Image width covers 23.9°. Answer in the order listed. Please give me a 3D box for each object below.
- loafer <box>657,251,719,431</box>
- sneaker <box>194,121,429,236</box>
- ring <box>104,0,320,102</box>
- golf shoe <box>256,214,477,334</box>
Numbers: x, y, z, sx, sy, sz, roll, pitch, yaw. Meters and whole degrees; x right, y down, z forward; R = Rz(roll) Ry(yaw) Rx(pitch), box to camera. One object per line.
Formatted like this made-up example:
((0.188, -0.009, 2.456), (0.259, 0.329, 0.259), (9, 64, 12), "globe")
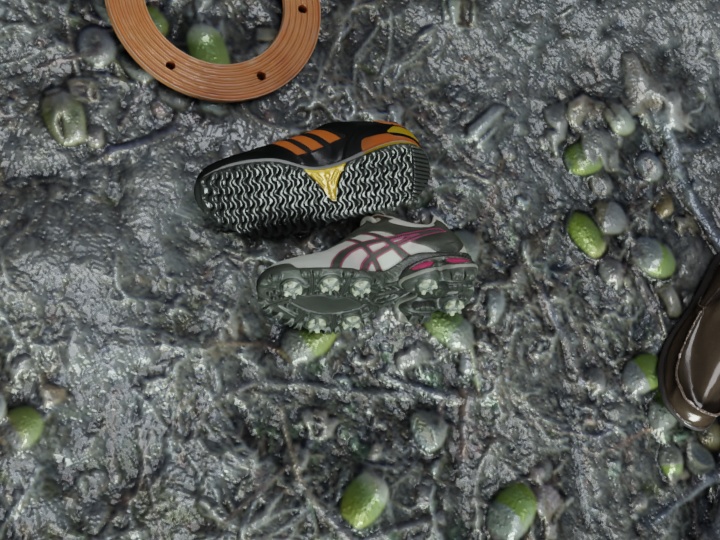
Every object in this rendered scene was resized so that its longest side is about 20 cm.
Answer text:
((0.331, 0.052, 1.556), (0.073, 0.071, 0.201), (29, 63, -9), "loafer")
((-0.045, -0.086, 1.463), (0.199, 0.070, 0.090), (-9, 29, -6), "sneaker")
((-0.132, -0.240, 1.514), (0.199, 0.019, 0.202), (8, 68, -20), "ring")
((0.000, 0.000, 1.457), (0.199, 0.077, 0.088), (-2, 50, -23), "golf shoe")
